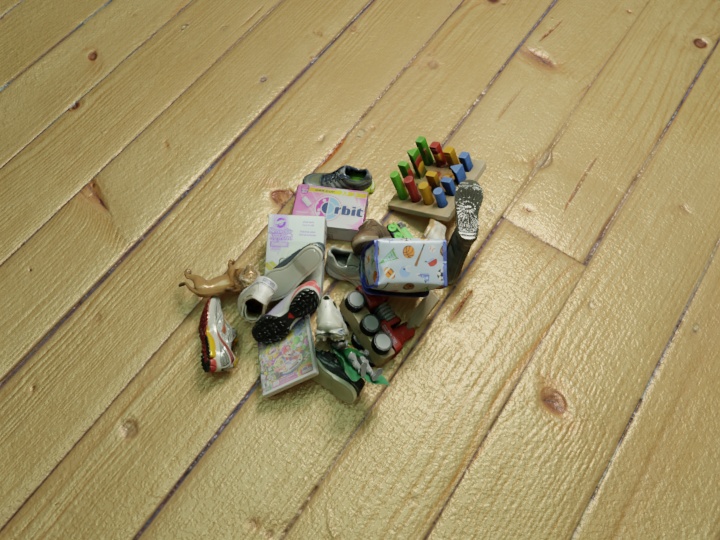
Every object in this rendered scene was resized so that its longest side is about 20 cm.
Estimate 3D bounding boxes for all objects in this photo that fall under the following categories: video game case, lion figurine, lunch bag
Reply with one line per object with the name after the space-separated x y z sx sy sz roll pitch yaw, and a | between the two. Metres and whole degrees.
-0.173 0.172 1.322 0.141 0.018 0.203 -26 52 15 | video game case
-0.338 0.031 1.384 0.196 0.074 0.123 -21 34 -9 | lion figurine
0.090 -0.004 1.292 0.166 0.200 0.127 2 87 -11 | lunch bag

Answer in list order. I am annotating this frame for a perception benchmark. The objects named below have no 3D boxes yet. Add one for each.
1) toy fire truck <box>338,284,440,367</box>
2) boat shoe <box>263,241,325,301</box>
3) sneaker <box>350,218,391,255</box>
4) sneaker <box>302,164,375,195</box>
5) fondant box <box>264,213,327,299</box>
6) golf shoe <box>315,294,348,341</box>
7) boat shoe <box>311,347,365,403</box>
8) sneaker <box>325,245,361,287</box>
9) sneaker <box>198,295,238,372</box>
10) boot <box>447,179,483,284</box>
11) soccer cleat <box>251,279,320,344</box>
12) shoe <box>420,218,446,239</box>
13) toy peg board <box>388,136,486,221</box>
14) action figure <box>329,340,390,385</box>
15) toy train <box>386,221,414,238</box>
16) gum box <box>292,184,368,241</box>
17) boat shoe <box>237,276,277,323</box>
0.071 0.099 1.355 0.197 0.129 0.178 -24 69 -31 | toy fire truck
-0.161 0.000 1.342 0.199 0.062 0.075 -41 97 22 | boat shoe
0.015 -0.086 1.398 0.070 0.199 0.077 -32 80 18 | sneaker
-0.059 -0.246 1.532 0.195 0.081 0.076 -3 63 0 | sneaker
-0.159 -0.030 1.409 0.140 0.058 0.206 3 84 3 | fondant box
-0.065 0.104 1.286 0.076 0.200 0.100 -3 86 -4 | golf shoe
-0.070 0.220 1.317 0.197 0.076 0.066 29 43 30 | boat shoe
0.000 0.000 1.406 0.196 0.092 0.077 19 66 10 | sneaker
-0.335 0.151 1.363 0.081 0.078 0.203 8 51 -31 | sneaker
0.240 -0.089 1.382 0.071 0.201 0.185 10 63 7 | boot
-0.167 0.096 1.321 0.199 0.073 0.068 -39 104 18 | soccer cleat
0.177 -0.082 1.394 0.053 0.200 0.071 27 100 4 | shoe
0.183 -0.246 1.470 0.197 0.098 0.201 17 62 41 | toy peg board
-0.018 0.191 1.284 0.117 0.199 0.056 27 92 -28 | action figure
0.135 -0.048 1.456 0.056 0.042 0.202 -25 66 -21 | toy train
-0.083 -0.149 1.494 0.195 0.066 0.116 7 65 5 | gum box
-0.247 0.083 1.318 0.070 0.200 0.071 33 57 -13 | boat shoe
